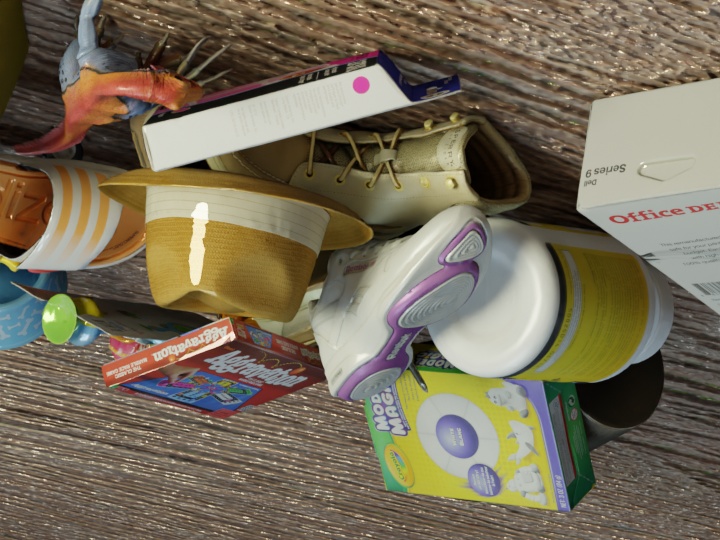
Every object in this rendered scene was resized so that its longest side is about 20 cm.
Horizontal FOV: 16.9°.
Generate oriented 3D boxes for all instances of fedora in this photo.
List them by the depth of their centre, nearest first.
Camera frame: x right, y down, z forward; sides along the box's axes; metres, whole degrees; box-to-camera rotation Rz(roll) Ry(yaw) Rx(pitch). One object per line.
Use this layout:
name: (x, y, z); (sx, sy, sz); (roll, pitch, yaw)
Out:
fedora: (-0.086, -0.010, 1.607); (0.199, 0.082, 0.201); (8, 171, 1)

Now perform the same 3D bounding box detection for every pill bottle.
pill bottle: (0.142, 0.024, 1.743); (0.111, 0.113, 0.199); (-7, 172, 37)

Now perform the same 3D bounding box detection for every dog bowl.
dog bowl: (-0.332, -0.005, 1.919); (0.199, 0.112, 0.050); (9, 152, 1)

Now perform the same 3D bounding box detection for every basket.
basket: (0.139, 0.097, 1.950); (0.179, 0.137, 0.200); (14, 156, -32)

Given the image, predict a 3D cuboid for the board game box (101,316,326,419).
board game box: (-0.097, 0.072, 1.752); (0.102, 0.020, 0.200); (-22, 164, 16)

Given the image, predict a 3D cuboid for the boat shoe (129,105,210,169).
boat shoe: (-0.118, -0.073, 1.733); (0.064, 0.071, 0.200); (41, 167, 19)

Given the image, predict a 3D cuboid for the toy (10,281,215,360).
toy: (-0.157, 0.054, 1.798); (0.115, 0.047, 0.199); (24, -175, 39)

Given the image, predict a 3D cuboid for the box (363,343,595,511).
box: (0.077, 0.118, 1.881); (0.199, 0.048, 0.118); (4, 118, 38)

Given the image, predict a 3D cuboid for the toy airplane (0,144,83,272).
toy airplane: (-0.309, -0.044, 1.765); (0.198, 0.142, 0.200); (-5, 152, 32)

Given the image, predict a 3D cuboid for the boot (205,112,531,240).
boot: (0.005, -0.076, 1.645); (0.155, 0.073, 0.200); (-9, 153, 41)

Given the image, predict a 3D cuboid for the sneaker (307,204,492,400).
sneaker: (0.017, 0.005, 1.665); (0.075, 0.100, 0.200); (-5, 150, -37)

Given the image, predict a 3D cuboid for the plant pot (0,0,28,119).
plant pot: (-0.331, -0.120, 1.539); (0.199, 0.178, 0.200); (9, 158, 0)

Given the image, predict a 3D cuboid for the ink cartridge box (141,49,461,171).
ink cartridge box: (-0.036, -0.106, 1.535); (0.199, 0.037, 0.095); (-12, -170, 3)

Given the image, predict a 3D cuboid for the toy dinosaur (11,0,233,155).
toy dinosaur: (-0.147, -0.108, 1.517); (0.105, 0.201, 0.182); (27, -160, -8)

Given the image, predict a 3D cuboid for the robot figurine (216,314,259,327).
robot figurine: (-0.036, 0.023, 1.932); (0.144, 0.059, 0.200); (18, 158, -21)

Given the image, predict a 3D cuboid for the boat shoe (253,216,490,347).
boat shoe: (0.014, 0.009, 1.801); (0.199, 0.074, 0.067); (-16, 124, 20)

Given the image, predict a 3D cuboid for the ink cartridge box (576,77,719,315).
ink cartridge box: (0.257, -0.046, 1.596); (0.145, 0.085, 0.200); (-8, 152, 38)

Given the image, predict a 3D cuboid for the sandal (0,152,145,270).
sandal: (-0.231, -0.037, 1.655); (0.205, 0.080, 0.059); (10, -159, -24)

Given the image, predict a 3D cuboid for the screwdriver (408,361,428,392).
screwdriver: (0.000, 0.000, 1.748); (0.200, 0.029, 0.028); (55, 159, -7)

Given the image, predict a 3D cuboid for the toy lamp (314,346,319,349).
toy lamp: (-0.053, 0.065, 1.892); (0.199, 0.059, 0.058); (-2, 156, 36)
